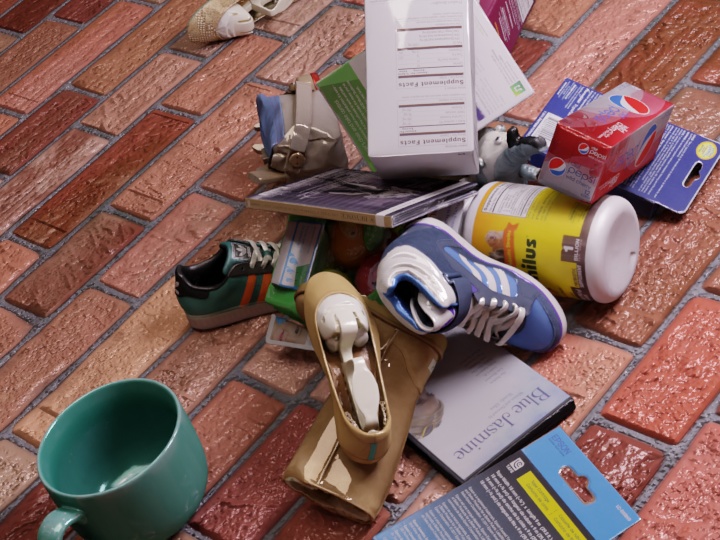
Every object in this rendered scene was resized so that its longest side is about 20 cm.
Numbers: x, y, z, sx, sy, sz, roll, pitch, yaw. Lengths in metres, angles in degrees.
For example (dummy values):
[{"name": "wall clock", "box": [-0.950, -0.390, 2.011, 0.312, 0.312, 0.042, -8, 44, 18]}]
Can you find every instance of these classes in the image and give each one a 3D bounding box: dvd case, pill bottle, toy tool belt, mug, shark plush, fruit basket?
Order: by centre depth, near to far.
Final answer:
[{"name": "mug", "box": [-0.240, 0.209, 1.495, 0.184, 0.115, 0.152, -31, 40, -11]}, {"name": "dvd case", "box": [0.098, 0.127, 1.506, 0.142, 0.018, 0.200, -35, 40, -17]}, {"name": "dvd case", "box": [0.001, -0.077, 1.580, 0.199, 0.016, 0.148, 8, 20, 39]}, {"name": "pill bottle", "box": [0.182, -0.033, 1.580, 0.199, 0.110, 0.110, 9, 48, 34]}, {"name": "fruit basket", "box": [0.000, 0.000, 1.598, 0.199, 0.094, 0.187, 5, 72, 38]}, {"name": "shark plush", "box": [0.168, -0.123, 1.629, 0.083, 0.200, 0.091, 27, 65, -5]}, {"name": "toy tool belt", "box": [-0.092, -0.173, 1.866, 0.122, 0.126, 0.201, -14, 37, -4]}]

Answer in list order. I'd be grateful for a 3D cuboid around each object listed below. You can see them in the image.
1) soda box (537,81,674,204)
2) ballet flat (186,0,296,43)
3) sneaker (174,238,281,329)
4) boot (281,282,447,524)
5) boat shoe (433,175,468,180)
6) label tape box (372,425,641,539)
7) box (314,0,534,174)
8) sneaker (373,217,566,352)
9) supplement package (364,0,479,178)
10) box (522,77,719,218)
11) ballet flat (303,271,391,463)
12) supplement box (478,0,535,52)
[{"name": "soda box", "box": [0.256, -0.134, 1.562, 0.063, 0.071, 0.200, 27, 30, 19]}, {"name": "ballet flat", "box": [-0.158, -0.381, 2.187, 0.199, 0.071, 0.065, -37, 55, -13]}, {"name": "sneaker", "box": [-0.114, 0.000, 1.704, 0.198, 0.080, 0.072, -20, 38, 2]}, {"name": "boot", "box": [-0.024, 0.122, 1.475, 0.174, 0.066, 0.201, 20, 64, 18]}, {"name": "boat shoe", "box": [0.088, -0.132, 1.793, 0.073, 0.064, 0.201, -19, 43, -18]}, {"name": "label tape box", "box": [0.130, 0.244, 1.317, 0.199, 0.064, 0.144, -29, 38, -8]}, {"name": "box", "box": [0.070, -0.200, 1.662, 0.199, 0.145, 0.036, -33, 3, 6]}, {"name": "sneaker", "box": [0.102, 0.042, 1.471, 0.081, 0.199, 0.147, -52, 3, 33]}, {"name": "supplement package", "box": [0.064, -0.205, 1.567, 0.108, 0.114, 0.202, -2, 81, 7]}, {"name": "box", "box": [0.287, -0.131, 1.674, 0.199, 0.033, 0.121, 26, 56, 20]}, {"name": "ballet flat", "box": [-0.006, 0.080, 1.430, 0.068, 0.063, 0.202, -11, 66, -14]}, {"name": "supplement box", "box": [0.142, -0.326, 1.960, 0.109, 0.086, 0.201, 1, 44, 27]}]
